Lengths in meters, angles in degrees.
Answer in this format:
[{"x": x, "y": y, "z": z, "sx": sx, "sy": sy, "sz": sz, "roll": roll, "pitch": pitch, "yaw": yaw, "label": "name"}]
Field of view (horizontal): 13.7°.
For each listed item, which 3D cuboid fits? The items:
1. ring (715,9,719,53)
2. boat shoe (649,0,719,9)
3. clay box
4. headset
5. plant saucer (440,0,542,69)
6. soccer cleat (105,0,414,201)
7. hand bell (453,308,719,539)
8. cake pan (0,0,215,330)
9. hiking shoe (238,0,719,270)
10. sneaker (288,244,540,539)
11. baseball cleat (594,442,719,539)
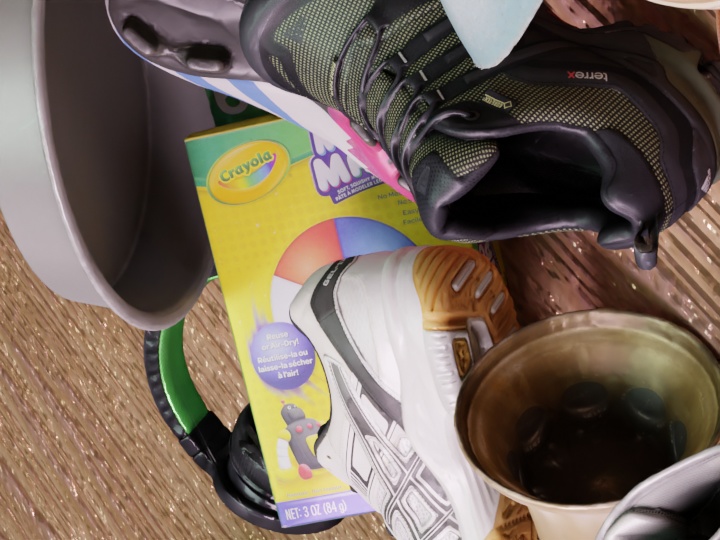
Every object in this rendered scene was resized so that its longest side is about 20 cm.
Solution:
[{"x": 0.168, "y": -0.101, "z": 0.902, "sx": 0.200, "sy": 0.019, "sz": 0.200, "roll": -6, "pitch": 83, "yaw": 63, "label": "ring"}, {"x": 0.110, "y": -0.120, "z": 0.921, "sx": 0.200, "sy": 0.069, "sz": 0.074, "roll": 1, "pitch": 88, "yaw": 63, "label": "boat shoe"}, {"x": 0.000, "y": 0.000, "z": 1.262, "sx": 0.048, "sy": 0.115, "sz": 0.200, "roll": -37, "pitch": -66, "yaw": -70, "label": "clay box"}, {"x": -0.017, "y": 0.079, "z": 1.341, "sx": 0.200, "sy": 0.094, "sz": 0.124, "roll": 45, "pitch": 126, "yaw": -3, "label": "headset"}, {"x": 0.053, "y": -0.169, "z": 1.003, "sx": 0.201, "sy": 0.039, "sz": 0.201, "roll": -164, "pitch": 90, "yaw": -80, "label": "plant saucer"}, {"x": -0.006, "y": -0.085, "z": 1.197, "sx": 0.070, "sy": 0.200, "sz": 0.086, "roll": -63, "pitch": 2, "yaw": 15, "label": "soccer cleat"}, {"x": 0.102, "y": 0.122, "z": 1.190, "sx": 0.104, "sy": 0.104, "sz": 0.200, "roll": 47, "pitch": 158, "yaw": 44, "label": "hand bell"}, {"x": -0.106, "y": -0.074, "z": 1.228, "sx": 0.200, "sy": 0.037, "sz": 0.200, "roll": -5, "pitch": -90, "yaw": -72, "label": "cake pan"}, {"x": 0.034, "y": -0.061, "z": 1.080, "sx": 0.200, "sy": 0.101, "sz": 0.076, "roll": 17, "pitch": 130, "yaw": 23, "label": "hiking shoe"}, {"x": 0.029, "y": 0.079, "z": 1.212, "sx": 0.088, "sy": 0.076, "sz": 0.200, "roll": -1, "pitch": 114, "yaw": 31, "label": "sneaker"}, {"x": 0.124, "y": 0.121, "z": 1.087, "sx": 0.070, "sy": 0.106, "sz": 0.200, "roll": -111, "pitch": 26, "yaw": -43, "label": "baseball cleat"}]
